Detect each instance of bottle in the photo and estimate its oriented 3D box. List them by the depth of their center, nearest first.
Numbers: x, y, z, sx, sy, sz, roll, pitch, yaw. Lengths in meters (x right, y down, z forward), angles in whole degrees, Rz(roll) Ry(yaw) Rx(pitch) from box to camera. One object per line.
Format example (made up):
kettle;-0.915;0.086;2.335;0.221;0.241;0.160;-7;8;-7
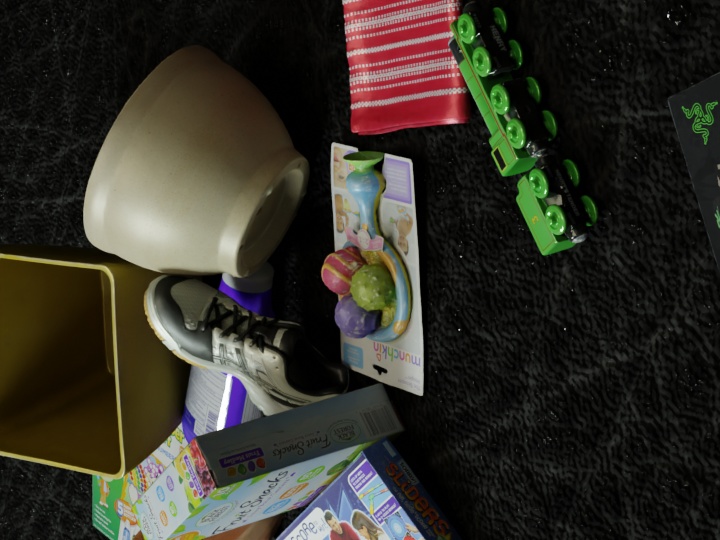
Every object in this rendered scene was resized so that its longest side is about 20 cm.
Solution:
bottle;-0.119;0.083;1.546;0.083;0.065;0.201;39;128;42

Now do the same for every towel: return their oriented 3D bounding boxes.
towel;0.029;-0.211;1.311;0.144;0.022;0.202;2;100;52

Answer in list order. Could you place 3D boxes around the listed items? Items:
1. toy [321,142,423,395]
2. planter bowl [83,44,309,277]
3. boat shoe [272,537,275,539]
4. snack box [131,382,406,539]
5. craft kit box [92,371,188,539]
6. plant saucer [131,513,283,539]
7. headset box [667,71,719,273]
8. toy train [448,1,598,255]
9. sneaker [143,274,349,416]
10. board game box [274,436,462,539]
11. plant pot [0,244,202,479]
toy;0.000;0.000;1.381;0.115;0.047;0.202;17;112;52
planter bowl;-0.129;-0.076;1.438;0.134;0.200;0.201;30;126;13
boat shoe;-0.119;0.334;1.606;0.063;0.070;0.202;20;116;48
snack box;-0.078;0.168;1.400;0.142;0.199;0.053;-49;62;46
craft kit box;-0.217;0.213;1.729;0.199;0.048;0.199;23;114;48
plant saucer;-0.144;0.250;1.537;0.200;0.200;0.038;-11;120;53
headset box;0.288;-0.053;0.949;0.200;0.092;0.176;-24;79;53
toy train;0.115;-0.104;1.211;0.201;0.041;0.056;67;152;16
sneaker;-0.094;0.058;1.439;0.087;0.199;0.076;-30;33;47
board game box;0.005;0.249;1.423;0.136;0.034;0.200;53;137;11
plant pot;-0.256;0.067;1.605;0.199;0.176;0.202;6;105;31
